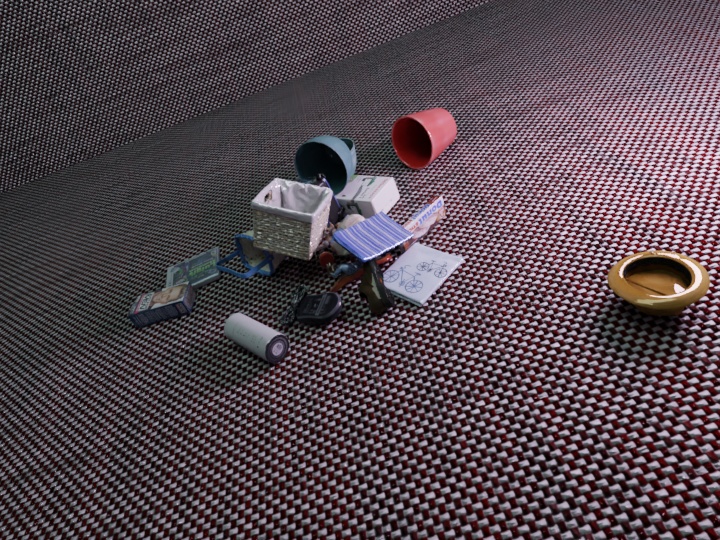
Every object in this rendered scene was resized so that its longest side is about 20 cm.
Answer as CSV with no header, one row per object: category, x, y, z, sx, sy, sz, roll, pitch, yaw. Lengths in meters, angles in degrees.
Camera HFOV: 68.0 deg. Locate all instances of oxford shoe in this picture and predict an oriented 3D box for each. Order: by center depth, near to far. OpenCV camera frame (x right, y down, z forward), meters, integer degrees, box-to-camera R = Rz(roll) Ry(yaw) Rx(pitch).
oxford shoe,0.023,0.029,1.458,0.084,0.073,0.202,-29,50,14

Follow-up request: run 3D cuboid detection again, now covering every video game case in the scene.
video game case,-0.583,0.008,1.864,0.198,0.024,0.183,-23,37,-1

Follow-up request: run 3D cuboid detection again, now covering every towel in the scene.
towel,0.034,-0.099,1.508,0.199,0.024,0.144,-28,50,-31

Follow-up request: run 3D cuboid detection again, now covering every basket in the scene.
basket,-0.203,-0.157,1.611,0.197,0.163,0.199,12,33,9
basket,-0.341,-0.046,1.701,0.175,0.141,0.199,17,39,42

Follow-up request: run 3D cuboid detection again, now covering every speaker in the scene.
speaker,-0.285,0.180,1.448,0.199,0.082,0.081,17,51,41

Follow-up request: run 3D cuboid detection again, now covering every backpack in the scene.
backpack,-0.185,-0.212,1.799,0.199,0.184,0.147,3,45,46

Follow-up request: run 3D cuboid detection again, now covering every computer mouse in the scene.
computer mouse,-0.121,0.106,1.483,0.198,0.053,0.140,-2,51,39

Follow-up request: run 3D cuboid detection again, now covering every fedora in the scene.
fedora,0.636,0.039,1.148,0.198,0.082,0.202,-17,32,11

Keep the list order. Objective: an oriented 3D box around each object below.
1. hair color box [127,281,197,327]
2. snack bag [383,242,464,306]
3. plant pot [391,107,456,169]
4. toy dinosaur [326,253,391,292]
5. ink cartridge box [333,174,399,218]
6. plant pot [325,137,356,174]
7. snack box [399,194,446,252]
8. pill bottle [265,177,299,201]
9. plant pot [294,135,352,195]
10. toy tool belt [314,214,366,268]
hair color box,-0.642,0.110,1.736,0.197,0.061,0.101,-15,38,9
snack bag,0.161,0.004,1.487,0.187,0.022,0.200,22,55,42
plant pot,0.241,-0.490,1.933,0.177,0.203,0.199,-33,37,-31
toy dinosaur,0.000,0.000,1.562,0.179,0.105,0.203,1,75,14
ink cartridge box,0.012,-0.251,1.824,0.198,0.085,0.146,10,48,38
plant pot,-0.098,-0.387,2.010,0.198,0.135,0.201,-14,36,11
snack box,0.185,-0.143,1.613,0.200,0.072,0.024,-42,39,-24
pill bottle,-0.239,-0.265,1.949,0.199,0.114,0.113,-33,38,-14
plant pot,-0.106,-0.374,1.811,0.198,0.202,0.135,3,39,29
toy tool belt,-0.058,-0.094,1.655,0.200,0.125,0.123,-43,19,-2
